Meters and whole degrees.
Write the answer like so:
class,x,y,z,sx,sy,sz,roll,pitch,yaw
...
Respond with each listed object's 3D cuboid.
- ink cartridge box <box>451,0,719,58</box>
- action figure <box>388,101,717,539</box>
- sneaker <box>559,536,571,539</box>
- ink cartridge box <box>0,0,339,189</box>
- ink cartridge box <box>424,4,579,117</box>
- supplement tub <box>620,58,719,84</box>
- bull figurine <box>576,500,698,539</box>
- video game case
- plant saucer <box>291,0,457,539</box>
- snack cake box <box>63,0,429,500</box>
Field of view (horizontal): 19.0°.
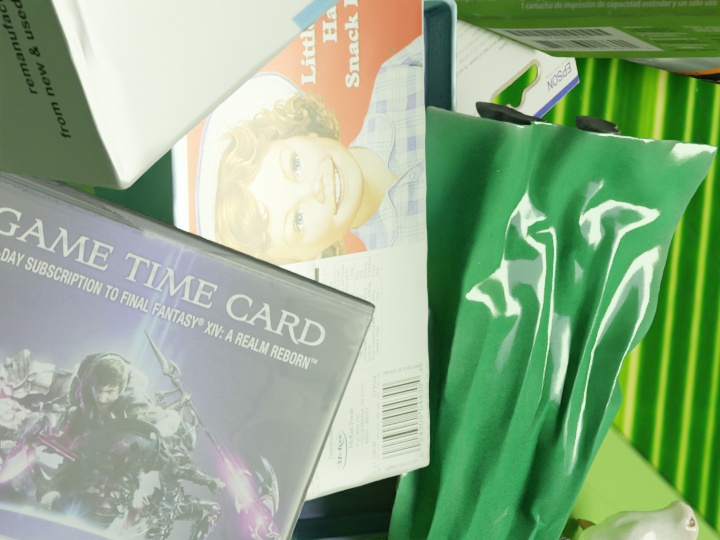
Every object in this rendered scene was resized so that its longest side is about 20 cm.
class,x,y,z,sx,sy,sz,roll,pitch,yaw
ink cartridge box,0.122,-0.183,0.787,0.076,0.147,0.201,12,84,-52
action figure,0.051,0.042,0.776,0.118,0.055,0.201,7,103,-22
sneaker,0.055,0.197,0.859,0.077,0.085,0.201,21,79,-52
ink cartridge box,-0.098,-0.100,0.519,0.145,0.200,0.085,-45,133,-39
ink cartridge box,0.031,-0.143,0.818,0.095,0.037,0.200,-41,124,-43
supplement tub,0.171,-0.140,0.932,0.200,0.122,0.123,4,92,-52
bull figurine,0.128,0.203,0.960,0.121,0.065,0.201,19,87,-19
video game case,-0.090,0.081,0.632,0.143,0.019,0.201,21,88,-29
plant saucer,0.000,0.000,0.789,0.070,0.019,0.201,-3,101,-19
snack cake box,-0.039,-0.026,0.705,0.115,0.067,0.201,-9,103,-43
